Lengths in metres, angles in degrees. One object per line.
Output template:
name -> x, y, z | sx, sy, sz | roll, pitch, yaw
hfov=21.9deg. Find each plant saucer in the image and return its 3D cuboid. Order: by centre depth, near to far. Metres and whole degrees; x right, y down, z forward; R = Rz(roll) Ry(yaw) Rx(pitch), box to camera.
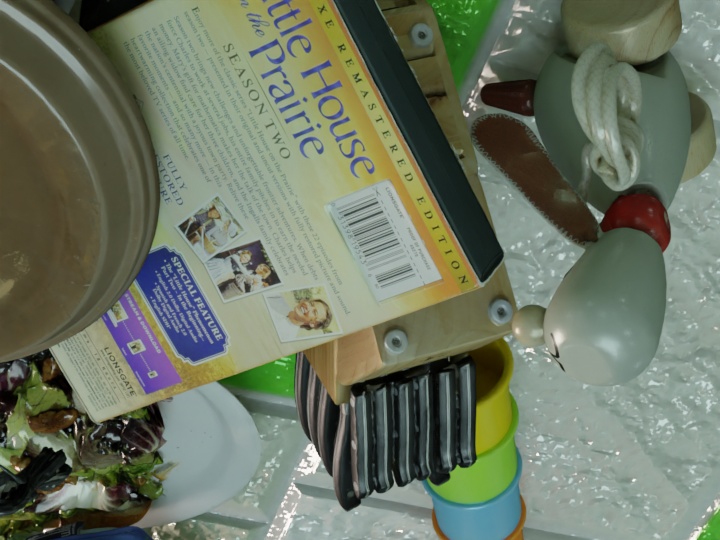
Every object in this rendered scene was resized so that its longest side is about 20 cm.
plant saucer -> -0.174, -0.034, 0.689 | 0.199, 0.030, 0.201 | 4, 131, 5

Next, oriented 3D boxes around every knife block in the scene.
knife block -> 0.000, 0.000, 0.812 | 0.064, 0.201, 0.175 | -14, 175, -20

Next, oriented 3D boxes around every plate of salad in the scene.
plate of salad -> -0.148, 0.090, 0.916 | 0.199, 0.048, 0.201 | 3, 145, 2

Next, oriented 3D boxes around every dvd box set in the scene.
dvd box set -> -0.061, -0.032, 0.711 | 0.199, 0.029, 0.147 | -21, 104, 33

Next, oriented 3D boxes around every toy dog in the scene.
toy dog -> 0.082, -0.040, 0.749 | 0.096, 0.200, 0.133 | -6, 110, 22

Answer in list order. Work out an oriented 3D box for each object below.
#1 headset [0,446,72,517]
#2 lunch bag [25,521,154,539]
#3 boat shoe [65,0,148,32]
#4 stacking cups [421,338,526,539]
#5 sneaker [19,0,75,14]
headset -> -0.195, 0.016, 0.815 | 0.123, 0.094, 0.201 | -28, 89, 25
lunch bag -> -0.154, 0.208, 0.991 | 0.160, 0.083, 0.200 | -20, 151, 14
boat shoe -> -0.092, -0.052, 0.788 | 0.066, 0.075, 0.200 | 10, 123, 4
stacking cups -> 0.060, 0.117, 0.960 | 0.060, 0.061, 0.201 | -8, 132, 5
sneaker -> -0.137, -0.166, 0.652 | 0.112, 0.071, 0.201 | 28, 142, 17
